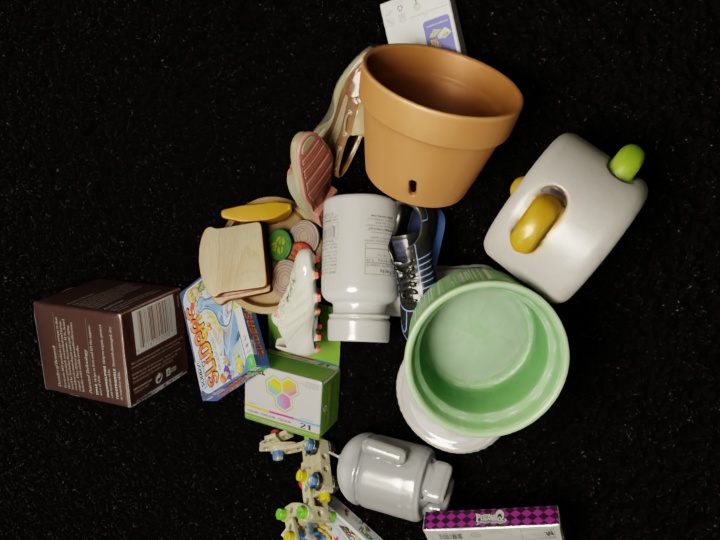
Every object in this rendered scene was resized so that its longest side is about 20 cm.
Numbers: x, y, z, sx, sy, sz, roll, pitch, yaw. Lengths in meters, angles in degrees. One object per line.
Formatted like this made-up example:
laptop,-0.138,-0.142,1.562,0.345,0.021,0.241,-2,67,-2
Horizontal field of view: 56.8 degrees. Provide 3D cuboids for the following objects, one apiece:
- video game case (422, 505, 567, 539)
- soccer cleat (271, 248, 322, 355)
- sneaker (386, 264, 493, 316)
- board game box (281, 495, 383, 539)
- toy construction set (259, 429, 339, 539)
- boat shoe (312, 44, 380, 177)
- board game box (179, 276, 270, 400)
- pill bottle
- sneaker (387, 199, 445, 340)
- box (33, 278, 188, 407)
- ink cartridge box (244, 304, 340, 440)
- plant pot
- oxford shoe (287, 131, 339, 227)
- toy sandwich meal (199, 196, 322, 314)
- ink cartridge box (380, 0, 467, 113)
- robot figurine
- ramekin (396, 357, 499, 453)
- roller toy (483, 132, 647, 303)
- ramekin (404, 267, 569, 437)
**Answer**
video game case,0.211,0.420,0.994,0.197,0.036,0.183,-11,126,20
soccer cleat,-0.096,0.054,0.994,0.076,0.070,0.202,2,130,-2
sneaker,0.101,0.032,0.970,0.197,0.080,0.078,-12,101,28
board game box,-0.033,0.488,1.174,0.199,0.035,0.127,38,115,11
toy construction set,-0.099,0.354,1.124,0.131,0.091,0.202,-43,56,34
boat shoe,-0.005,-0.222,0.954,0.074,0.075,0.201,42,125,12
board game box,-0.231,0.097,1.114,0.135,0.034,0.202,-34,62,28
pill bottle,0.000,0.000,0.955,0.113,0.114,0.204,-1,83,24
sneaker,0.070,0.000,0.906,0.069,0.077,0.204,-8,74,41
box,-0.438,0.121,1.186,0.197,0.166,0.167,5,107,23
ink cartridge box,-0.112,0.155,1.099,0.146,0.076,0.203,10,109,21
plant pot,0.084,-0.174,0.827,0.198,0.200,0.141,28,129,15
oxford shoe,-0.082,-0.134,0.960,0.073,0.071,0.201,31,158,19
toy sandwich meal,-0.158,-0.027,1.042,0.202,0.070,0.209,-2,82,15
ink cartridge box,0.098,-0.277,0.912,0.098,0.039,0.203,-9,98,26
robot figurine,0.047,0.323,1.051,0.197,0.114,0.171,8,133,23
ramekin,0.143,0.171,0.978,0.199,0.094,0.206,6,106,22
roller toy,0.242,-0.065,0.819,0.139,0.200,0.183,37,159,12
ramekin,0.150,0.095,0.835,0.196,0.098,0.203,0,107,1
